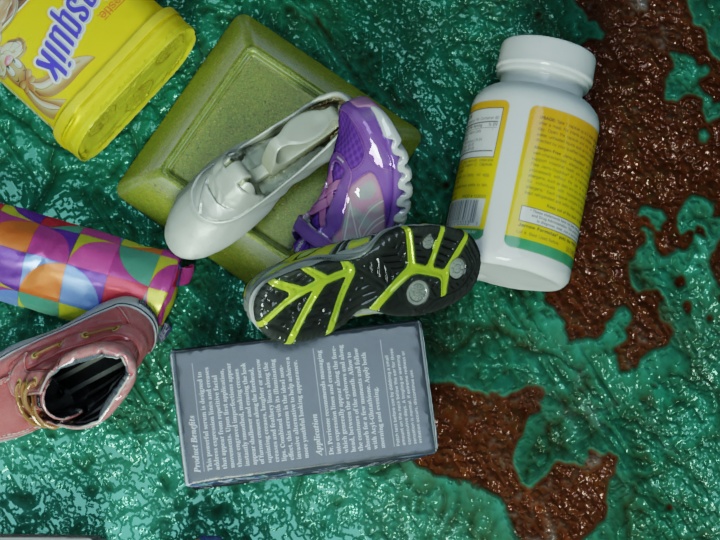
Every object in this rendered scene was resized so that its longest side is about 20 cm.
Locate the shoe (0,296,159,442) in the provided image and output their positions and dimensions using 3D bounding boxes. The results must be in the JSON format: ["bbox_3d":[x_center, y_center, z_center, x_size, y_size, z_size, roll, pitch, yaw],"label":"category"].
[{"bbox_3d":[-0.253,0.095,1.222,0.199,0.091,0.072,-29,108,16],"label":"shoe"}]

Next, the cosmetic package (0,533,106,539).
[{"bbox_3d":[-0.311,0.265,1.231,0.199,0.090,0.108,2,81,-1],"label":"cosmetic package"}]

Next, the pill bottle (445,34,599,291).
[{"bbox_3d":[0.141,-0.092,1.301,0.112,0.113,0.201,12,81,-2],"label":"pill bottle"}]

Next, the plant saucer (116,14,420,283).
[{"bbox_3d":[-0.077,-0.098,1.319,0.199,0.048,0.201,34,80,1],"label":"plant saucer"}]

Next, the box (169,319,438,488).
[{"bbox_3d":[-0.048,0.111,1.239,0.199,0.148,0.108,-7,82,-5],"label":"box"}]

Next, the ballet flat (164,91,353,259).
[{"bbox_3d":[-0.082,-0.086,1.259,0.200,0.069,0.070,-36,85,-8],"label":"ballet flat"}]

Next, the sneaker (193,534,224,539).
[{"bbox_3d":[-0.074,0.300,1.254,0.088,0.075,0.201,-24,93,-15],"label":"sneaker"}]

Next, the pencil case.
[{"bbox_3d":[-0.244,0.000,1.278,0.199,0.088,0.089,17,81,-4],"label":"pencil case"}]

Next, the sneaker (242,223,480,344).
[{"bbox_3d":[0.000,0.000,1.197,0.199,0.076,0.076,-10,107,-22],"label":"sneaker"}]

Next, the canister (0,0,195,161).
[{"bbox_3d":[-0.263,-0.214,1.305,0.200,0.087,0.149,41,81,4],"label":"canister"}]

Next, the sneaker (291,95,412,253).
[{"bbox_3d":[-0.012,-0.044,1.247,0.088,0.081,0.201,-13,126,-21],"label":"sneaker"}]
